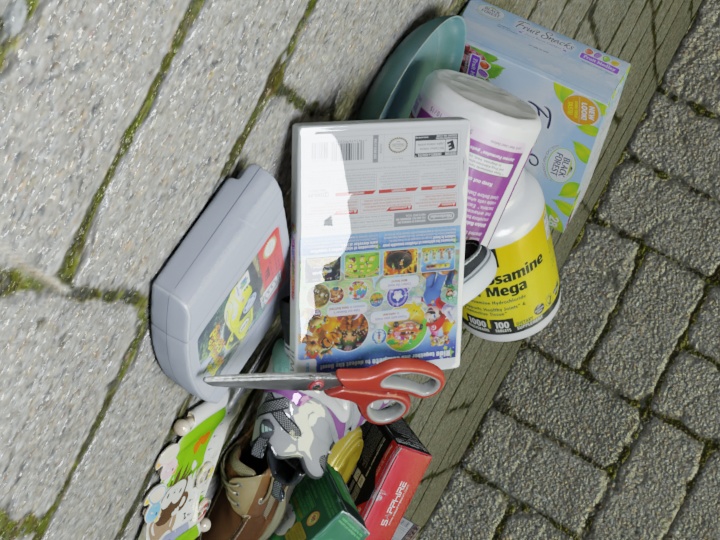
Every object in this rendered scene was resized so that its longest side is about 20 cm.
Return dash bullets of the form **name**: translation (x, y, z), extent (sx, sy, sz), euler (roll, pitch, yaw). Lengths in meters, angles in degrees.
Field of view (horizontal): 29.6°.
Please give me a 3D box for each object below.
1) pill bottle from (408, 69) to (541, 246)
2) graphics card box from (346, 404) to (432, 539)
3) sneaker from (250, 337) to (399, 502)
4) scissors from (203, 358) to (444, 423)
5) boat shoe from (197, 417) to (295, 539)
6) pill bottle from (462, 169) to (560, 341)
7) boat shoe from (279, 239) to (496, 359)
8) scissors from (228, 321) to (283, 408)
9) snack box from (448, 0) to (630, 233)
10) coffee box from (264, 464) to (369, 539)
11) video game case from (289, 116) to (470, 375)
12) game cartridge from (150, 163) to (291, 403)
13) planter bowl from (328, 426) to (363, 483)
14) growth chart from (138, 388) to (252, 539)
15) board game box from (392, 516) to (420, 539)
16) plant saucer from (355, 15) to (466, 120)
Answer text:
- **pill bottle**: translation (0.071, -0.065, 1.197), extent (0.201, 0.112, 0.112), euler (-67, 166, 21)
- **graphics card box**: translation (0.003, 0.210, 1.512), extent (0.126, 0.051, 0.200), euler (-65, -155, 10)
- **sneaker**: translation (-0.040, 0.140, 1.208), extent (0.200, 0.077, 0.141), euler (20, 91, -59)
- **scissors**: translation (-0.021, 0.079, 1.021), extent (0.199, 0.014, 0.073), euler (18, 130, -40)
- **boat shoe**: translation (-0.100, 0.188, 1.291), extent (0.074, 0.076, 0.201), euler (22, 107, -45)
- **pill bottle**: translation (0.131, -0.033, 1.342), extent (0.113, 0.112, 0.201), euler (-53, 143, -31)
- **boat shoe**: translation (0.024, 0.015, 1.104), extent (0.199, 0.069, 0.057), euler (-26, 116, -22)
- **scissors**: translation (-0.056, 0.027, 1.156), extent (0.200, 0.014, 0.073), euler (-51, 166, -18)
- **snack box**: translation (0.157, -0.149, 1.335), extent (0.068, 0.168, 0.200), euler (-57, 167, -31)
- **coffee box**: translation (-0.087, 0.283, 1.319), extent (0.200, 0.044, 0.123), euler (-44, -156, 3)
- **video game case**: translation (0.014, -0.015, 1.048), extent (0.018, 0.142, 0.202), euler (-148, -123, -63)
- **game cartridge**: translation (-0.100, 0.021, 1.004), extent (0.133, 0.041, 0.200), euler (-53, 165, -19)
- **planter bowl**: translation (-0.053, 0.198, 1.432), extent (0.201, 0.083, 0.201), euler (-56, 165, -23)
- **growth chart**: translation (-0.150, 0.185, 1.186), extent (0.145, 0.018, 0.201), euler (-39, 153, -57)
- **board game box**: translation (-0.048, 0.331, 1.554), extent (0.200, 0.159, 0.097), euler (-34, 150, -62)
- **plant saucer**: translation (0.035, -0.139, 1.209), extent (0.201, 0.027, 0.200), euler (-56, 166, -22)
